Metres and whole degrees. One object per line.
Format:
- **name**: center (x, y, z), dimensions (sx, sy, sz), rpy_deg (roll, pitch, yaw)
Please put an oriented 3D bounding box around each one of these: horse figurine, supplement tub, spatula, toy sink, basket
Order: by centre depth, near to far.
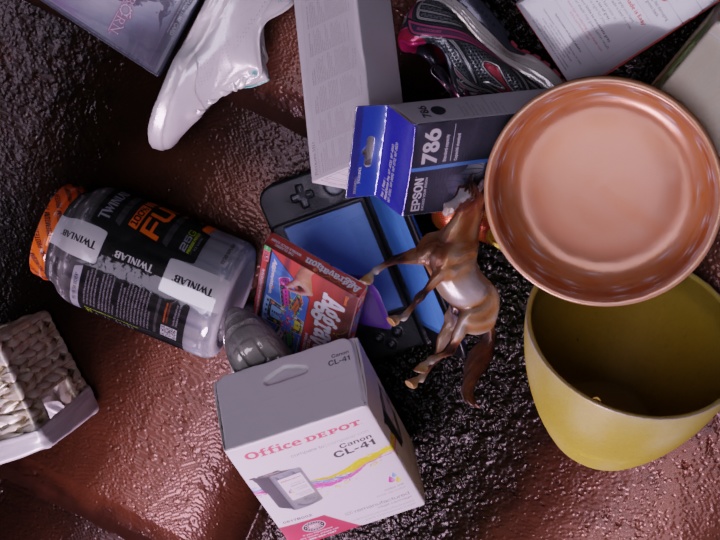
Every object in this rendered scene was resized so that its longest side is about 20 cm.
- **toy sink**: center (0.288, -0.124, 1.508), dimensions (0.112, 0.130, 0.200), rpy_deg (38, 114, 0)
- **horse figurine**: center (0.078, 0.025, 1.513), dimensions (0.050, 0.133, 0.200), rpy_deg (25, 149, 47)
- **spatula**: center (-0.046, 0.034, 1.663), dimensions (0.200, 0.021, 0.057), rpy_deg (-6, 113, 43)
- **supplement tub**: center (-0.212, -0.004, 1.681), dimensions (0.200, 0.123, 0.123), rpy_deg (22, 112, 6)
- **basket**: center (-0.395, 0.132, 1.771), dimensions (0.200, 0.136, 0.124), rpy_deg (-17, 99, 19)

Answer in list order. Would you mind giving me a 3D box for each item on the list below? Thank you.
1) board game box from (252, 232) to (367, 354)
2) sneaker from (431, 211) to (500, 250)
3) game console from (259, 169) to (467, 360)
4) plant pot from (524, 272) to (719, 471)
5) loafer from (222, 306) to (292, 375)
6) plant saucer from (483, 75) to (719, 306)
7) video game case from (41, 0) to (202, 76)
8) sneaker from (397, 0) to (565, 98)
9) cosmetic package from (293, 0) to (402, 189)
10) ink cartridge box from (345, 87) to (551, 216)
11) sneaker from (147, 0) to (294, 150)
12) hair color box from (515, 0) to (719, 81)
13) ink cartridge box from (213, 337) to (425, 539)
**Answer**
- **board game box**: center (-0.054, 0.049, 1.650), dimensions (0.103, 0.019, 0.200), rpy_deg (28, 147, 9)
- **sneaker**: center (0.161, -0.037, 1.554), dimensions (0.199, 0.077, 0.073), rpy_deg (7, 139, 7)
- **game console**: center (0.000, 0.000, 1.630), dimensions (0.170, 0.118, 0.200), rpy_deg (-19, 102, 19)
- **plant pot**: center (0.235, 0.100, 1.580), dimensions (0.200, 0.200, 0.142), rpy_deg (20, 137, 8)
- **loafer**: center (-0.085, 0.107, 1.687), dimensions (0.070, 0.070, 0.200), rpy_deg (-24, 140, -4)
- **plant saucer**: center (0.205, -0.069, 1.453), dimensions (0.200, 0.037, 0.201), rpy_deg (3, 110, 9)
- **video game case**: center (-0.242, -0.298, 1.649), dimensions (0.200, 0.019, 0.143), rpy_deg (34, 113, 3)
- **sneaker**: center (0.118, -0.167, 1.551), dimensions (0.200, 0.081, 0.075), rpy_deg (43, 71, -4)
- **cosmetic package**: center (-0.009, -0.181, 1.548), dimensions (0.082, 0.051, 0.201), rpy_deg (-18, 71, 41)
- **ink cartridge box**: center (0.090, -0.101, 1.484), dimensions (0.200, 0.039, 0.100), rpy_deg (-7, 130, -16)
- **sneaker**: center (-0.132, -0.188, 1.632), dimensions (0.088, 0.075, 0.200), rpy_deg (27, 112, -8)
- **hair color box**: center (0.247, -0.253, 1.512), dimensions (0.200, 0.061, 0.102), rpy_deg (-32, 98, 23)
- **ink cartridge box**: center (-0.037, 0.167, 1.645), dimensions (0.147, 0.086, 0.200), rpy_deg (-19, 142, 8)
